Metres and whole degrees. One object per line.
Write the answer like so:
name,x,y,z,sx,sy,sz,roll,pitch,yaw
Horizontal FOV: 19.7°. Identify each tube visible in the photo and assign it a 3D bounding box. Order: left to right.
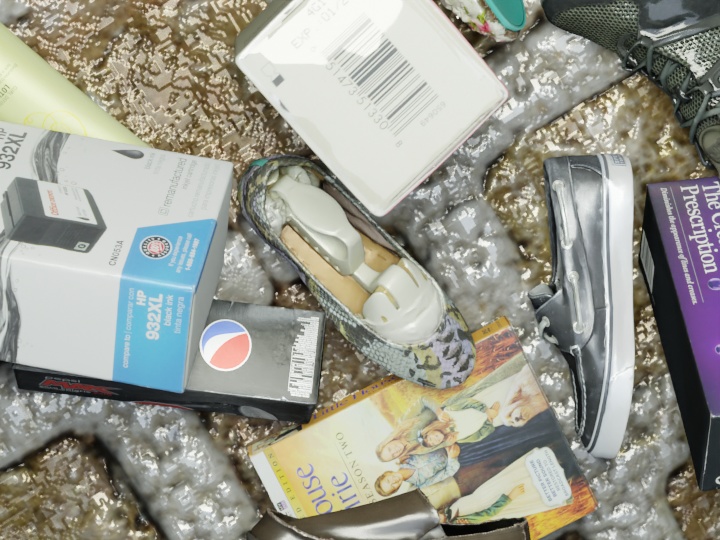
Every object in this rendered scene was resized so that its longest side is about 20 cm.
tube,-0.197,-0.094,1.342,0.200,0.058,0.052,43,60,-14

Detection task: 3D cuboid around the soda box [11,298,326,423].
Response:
soda box,-0.124,0.053,1.353,0.198,0.071,0.064,8,74,-4

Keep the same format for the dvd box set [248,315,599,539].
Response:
dvd box set,0.043,0.140,1.405,0.199,0.029,0.147,-26,101,1

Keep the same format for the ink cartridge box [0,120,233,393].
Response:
ink cartridge box,-0.189,-0.015,1.280,0.198,0.146,0.084,10,126,1

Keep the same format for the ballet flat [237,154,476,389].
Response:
ballet flat,0.000,0.000,1.340,0.200,0.072,0.072,44,96,0

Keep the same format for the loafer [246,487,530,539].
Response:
loafer,0.023,0.175,1.363,0.198,0.073,0.072,10,94,-14

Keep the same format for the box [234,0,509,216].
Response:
box,0.002,-0.126,1.268,0.109,0.200,0.128,-43,100,5

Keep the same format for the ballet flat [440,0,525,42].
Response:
ballet flat,0.040,-0.232,1.327,0.064,0.076,0.201,-22,98,33

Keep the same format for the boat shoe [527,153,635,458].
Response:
boat shoe,0.144,0.024,1.368,0.067,0.072,0.202,-1,98,-5

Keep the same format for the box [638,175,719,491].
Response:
box,0.264,0.032,1.309,0.140,0.201,0.079,-5,136,-4

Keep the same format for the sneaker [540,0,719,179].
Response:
sneaker,0.207,-0.130,1.327,0.198,0.076,0.115,15,70,-9
